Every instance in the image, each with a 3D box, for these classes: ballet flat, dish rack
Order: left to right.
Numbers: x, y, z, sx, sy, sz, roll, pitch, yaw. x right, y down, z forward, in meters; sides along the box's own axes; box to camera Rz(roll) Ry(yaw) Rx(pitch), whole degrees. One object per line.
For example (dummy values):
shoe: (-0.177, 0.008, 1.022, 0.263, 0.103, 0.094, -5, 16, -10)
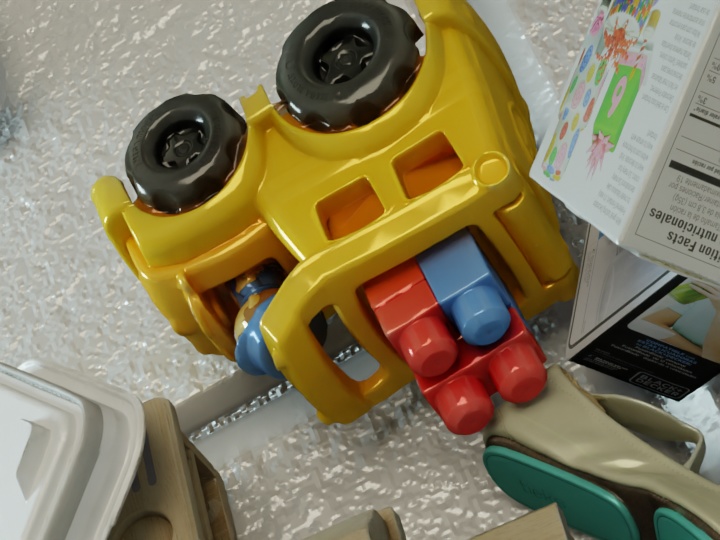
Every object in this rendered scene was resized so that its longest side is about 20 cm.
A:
dish rack: (-0.175, 0.134, 1.151, 0.171, 0.043, 0.201, 14, 82, 60)
ballet flat: (0.137, 0.098, 1.084, 0.199, 0.070, 0.070, 32, 77, 36)

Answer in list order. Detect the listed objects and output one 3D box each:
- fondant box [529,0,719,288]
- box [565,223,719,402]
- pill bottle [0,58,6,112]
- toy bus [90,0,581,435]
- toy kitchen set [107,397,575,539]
fondant box: (0.143, -0.106, 1.006, 0.144, 0.058, 0.201, -128, 61, -74)
box: (0.162, -0.036, 1.077, 0.060, 0.200, 0.117, 21, 63, -15)
pill bottle: (-0.279, -0.132, 1.392, 0.111, 0.111, 0.200, -47, 52, -9)
toy bus: (0.000, 0.000, 1.160, 0.199, 0.136, 0.193, -28, 51, 8)
toy kitchen set: (-0.020, 0.101, 1.089, 0.199, 0.163, 0.181, -24, 53, 9)
